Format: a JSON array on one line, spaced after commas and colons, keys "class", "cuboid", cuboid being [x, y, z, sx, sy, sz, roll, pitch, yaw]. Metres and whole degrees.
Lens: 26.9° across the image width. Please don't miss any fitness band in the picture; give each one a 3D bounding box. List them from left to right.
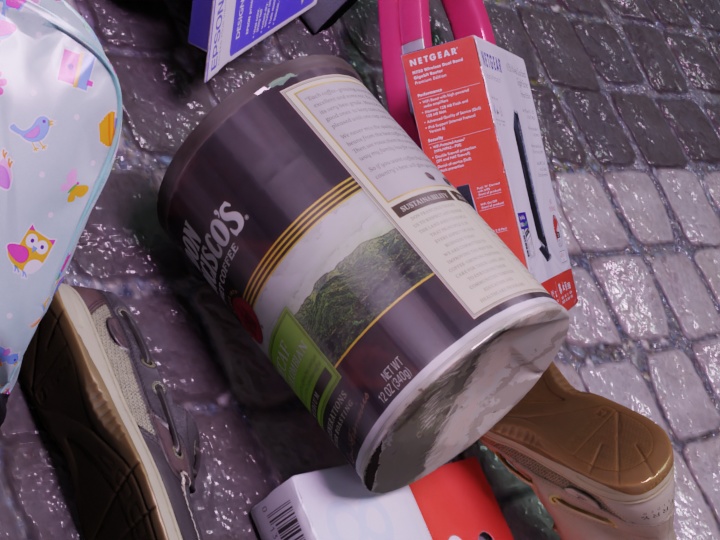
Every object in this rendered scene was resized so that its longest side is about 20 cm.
[{"class": "fitness band", "cuboid": [0.063, -0.142, 1.107, 0.143, 0.037, 0.203, 26, 56, -57]}]

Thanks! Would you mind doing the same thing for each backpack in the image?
[{"class": "backpack", "cuboid": [-0.187, -0.035, 0.673, 0.166, 0.126, 0.202, 28, 84, -31]}]

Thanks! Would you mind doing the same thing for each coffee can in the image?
[{"class": "coffee can", "cuboid": [0.000, 0.000, 0.844, 0.146, 0.147, 0.200, -12, 55, -50]}]

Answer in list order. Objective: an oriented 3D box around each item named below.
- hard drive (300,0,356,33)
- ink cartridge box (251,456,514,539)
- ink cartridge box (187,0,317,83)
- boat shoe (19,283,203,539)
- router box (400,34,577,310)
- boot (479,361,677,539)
[{"class": "hard drive", "cuboid": [-0.045, -0.292, 1.081, 0.201, 0.139, 0.033, 52, 36, 1]}, {"class": "ink cartridge box", "cuboid": [0.048, 0.184, 0.860, 0.199, 0.047, 0.161, -5, 64, -45]}, {"class": "ink cartridge box", "cuboid": [-0.065, -0.245, 0.969, 0.043, 0.200, 0.200, 17, 28, 12]}, {"class": "boat shoe", "cuboid": [-0.110, 0.091, 0.754, 0.066, 0.072, 0.202, -8, 62, -43]}, {"class": "router box", "cuboid": [0.089, -0.052, 0.984, 0.200, 0.048, 0.182, -16, 94, -75]}, {"class": "boot", "cuboid": [0.128, 0.134, 0.955, 0.073, 0.199, 0.157, -38, 129, -23]}]
